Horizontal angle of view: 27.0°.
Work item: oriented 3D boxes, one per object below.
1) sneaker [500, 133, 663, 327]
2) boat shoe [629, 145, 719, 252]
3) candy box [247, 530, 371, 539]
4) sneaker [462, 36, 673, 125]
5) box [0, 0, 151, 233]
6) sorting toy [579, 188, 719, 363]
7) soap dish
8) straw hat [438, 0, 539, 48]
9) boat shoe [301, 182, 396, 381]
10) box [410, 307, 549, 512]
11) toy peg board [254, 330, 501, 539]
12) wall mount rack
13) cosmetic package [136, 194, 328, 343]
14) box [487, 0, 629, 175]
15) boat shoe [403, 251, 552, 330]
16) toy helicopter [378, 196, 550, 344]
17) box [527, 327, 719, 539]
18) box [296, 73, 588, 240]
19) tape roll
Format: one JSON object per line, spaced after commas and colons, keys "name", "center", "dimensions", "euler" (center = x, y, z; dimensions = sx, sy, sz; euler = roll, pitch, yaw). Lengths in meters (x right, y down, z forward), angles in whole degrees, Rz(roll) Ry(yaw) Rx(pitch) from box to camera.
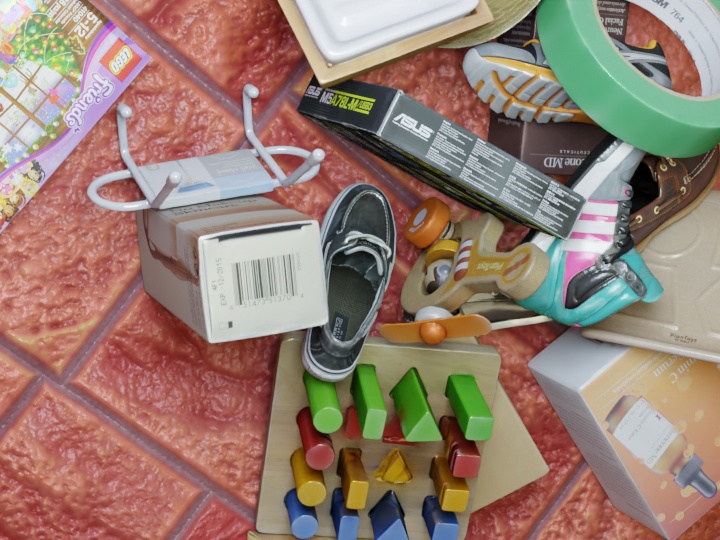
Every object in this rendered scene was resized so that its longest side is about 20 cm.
{"name": "sneaker", "center": [0.221, -0.029, 1.296], "dimensions": [0.121, 0.084, 0.200], "euler": [36, 106, -2]}
{"name": "boat shoe", "center": [0.268, -0.076, 1.395], "dimensions": [0.200, 0.070, 0.070], "euler": [-45, 142, -22]}
{"name": "candy box", "center": [-0.019, 0.289, 1.317], "dimensions": [0.115, 0.200, 0.055], "euler": [3, 103, -23]}
{"name": "sneaker", "center": [0.182, -0.173, 1.303], "dimensions": [0.199, 0.078, 0.077], "euler": [9, 72, -20]}
{"name": "box", "center": [-0.285, -0.144, 1.205], "dimensions": [0.137, 0.039, 0.200], "euler": [42, 84, -25]}
{"name": "sorting toy", "center": [0.317, 0.004, 1.388], "dimensions": [0.037, 0.185, 0.200], "euler": [73, 35, -51]}
{"name": "soap dish", "center": [-0.006, -0.254, 1.231], "dimensions": [0.157, 0.081, 0.200], "euler": [-22, 74, -14]}
{"name": "straw hat", "center": [0.105, -0.280, 1.304], "dimensions": [0.085, 0.201, 0.202], "euler": [7, 101, -65]}
{"name": "boat shoe", "center": [0.000, 0.000, 1.285], "dimensions": [0.072, 0.071, 0.200], "euler": [18, 56, -13]}
{"name": "box", "center": [0.063, 0.147, 1.386], "dimensions": [0.163, 0.021, 0.200], "euler": [-27, 115, 5]}
{"name": "toy peg board", "center": [0.019, 0.169, 1.321], "dimensions": [0.199, 0.098, 0.200], "euler": [5, 112, -10]}
{"name": "wall mount rack", "center": [-0.117, -0.090, 1.211], "dimensions": [0.199, 0.174, 0.075], "euler": [-12, 122, -20]}
{"name": "cosmetic package", "center": [-0.109, -0.010, 1.218], "dimensions": [0.103, 0.200, 0.088], "euler": [-10, 104, -22]}
{"name": "box", "center": [0.181, -0.189, 1.371], "dimensions": [0.100, 0.075, 0.201], "euler": [0, 103, -23]}
{"name": "boat shoe", "center": [0.134, 0.018, 1.396], "dimensions": [0.199, 0.072, 0.060], "euler": [-14, 109, -13]}
{"name": "toy helicopter", "center": [0.090, 0.009, 1.261], "dimensions": [0.079, 0.200, 0.132], "euler": [37, 74, -21]}
{"name": "box", "center": [0.287, 0.132, 1.463], "dimensions": [0.152, 0.106, 0.200], "euler": [-38, 112, -11]}
{"name": "box", "center": [0.065, -0.100, 1.274], "dimensions": [0.200, 0.193, 0.048], "euler": [27, 88, -24]}
{"name": "tape roll", "center": [0.246, -0.191, 1.268], "dimensions": [0.200, 0.048, 0.201], "euler": [14, 54, -21]}
